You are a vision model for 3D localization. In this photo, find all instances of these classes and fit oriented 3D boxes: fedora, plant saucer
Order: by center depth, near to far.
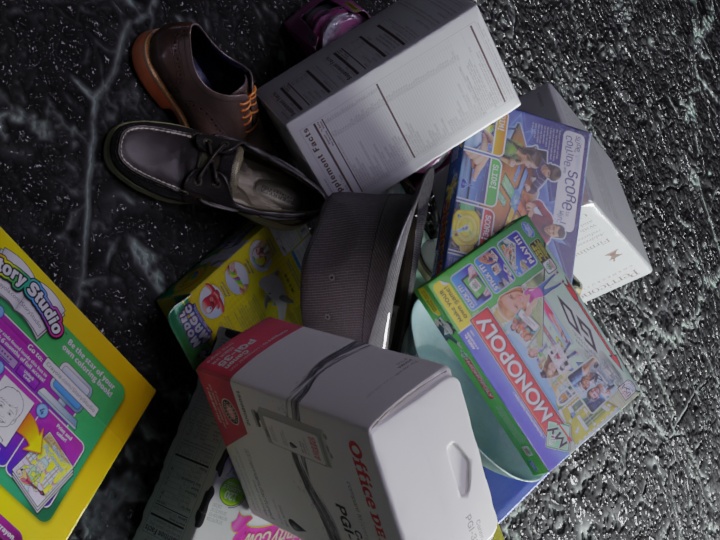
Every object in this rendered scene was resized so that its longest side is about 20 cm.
[{"bbox_3d":[0.000,0.000,1.020,0.177,0.090,0.200,-62,161,-65],"label":"fedora"},{"bbox_3d":[0.100,0.116,1.092,0.201,0.039,0.201,41,27,-26],"label":"plant saucer"}]

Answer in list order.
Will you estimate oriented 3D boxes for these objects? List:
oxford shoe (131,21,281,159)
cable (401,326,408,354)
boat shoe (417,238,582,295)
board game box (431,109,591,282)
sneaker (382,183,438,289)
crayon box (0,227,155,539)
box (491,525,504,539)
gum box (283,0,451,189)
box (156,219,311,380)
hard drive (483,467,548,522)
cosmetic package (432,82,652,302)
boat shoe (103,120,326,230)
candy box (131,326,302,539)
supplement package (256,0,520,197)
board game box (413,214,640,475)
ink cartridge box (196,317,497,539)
[{"bbox_3d":[-0.119,-0.138,1.052,0.200,0.073,0.071,49,46,-33],"label":"oxford shoe"},{"bbox_3d":[0.118,0.125,1.291,0.200,0.069,0.200,-34,108,-50],"label":"cable"},{"bbox_3d":[0.142,0.003,1.186,0.200,0.068,0.075,19,38,-37],"label":"boat shoe"},{"bbox_3d":[0.148,-0.057,1.135,0.135,0.034,0.200,15,73,-15],"label":"board game box"},{"bbox_3d":[0.040,-0.004,1.197,0.118,0.074,0.200,52,29,-32],"label":"sneaker"},{"bbox_3d":[-0.260,0.088,0.827,0.200,0.058,0.173,53,43,-29],"label":"crayon box"},{"bbox_3d":[0.089,0.240,1.070,0.050,0.075,0.200,-5,59,-28],"label":"box"},{"bbox_3d":[0.009,-0.190,1.188,0.066,0.114,0.200,-38,120,0],"label":"gum box"},{"bbox_3d":[-0.102,0.034,1.054,0.200,0.048,0.117,-48,119,-49],"label":"box"},{"bbox_3d":[0.105,0.188,1.161,0.200,0.025,0.132,-42,79,-13],"label":"hard drive"},{"bbox_3d":[0.199,-0.068,1.312,0.200,0.167,0.166,34,35,-51],"label":"cosmetic package"},{"bbox_3d":[-0.119,-0.087,1.008,0.200,0.065,0.073,14,76,-28],"label":"boat shoe"},{"bbox_3d":[-0.079,0.172,0.983,0.168,0.072,0.200,31,75,-44],"label":"candy box"},{"bbox_3d":[0.023,-0.160,1.076,0.200,0.110,0.114,-32,121,-4],"label":"supplement package"},{"bbox_3d":[0.155,0.066,1.070,0.135,0.029,0.200,-34,92,-29],"label":"board game box"},{"bbox_3d":[-0.013,0.128,0.847,0.083,0.200,0.147,-33,118,-32],"label":"ink cartridge box"}]
